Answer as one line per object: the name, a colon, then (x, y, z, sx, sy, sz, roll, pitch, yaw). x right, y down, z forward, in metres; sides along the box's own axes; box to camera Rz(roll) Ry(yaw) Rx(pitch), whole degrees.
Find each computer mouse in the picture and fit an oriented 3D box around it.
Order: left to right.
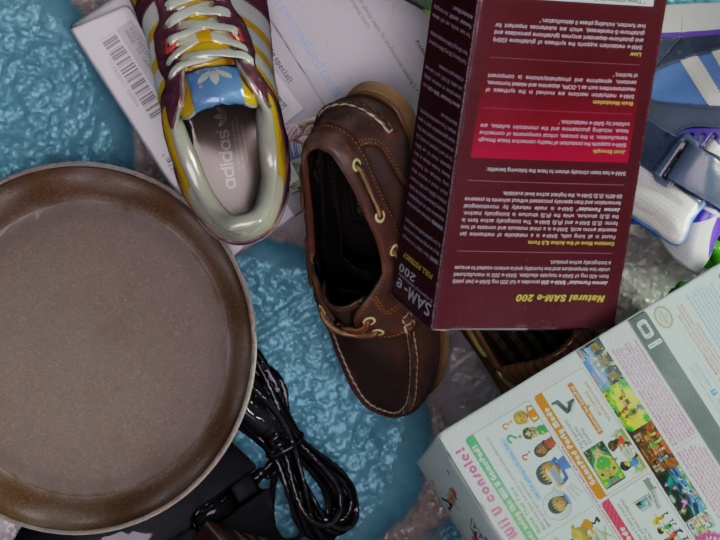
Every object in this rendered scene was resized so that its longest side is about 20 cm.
computer mouse: (-0.110, 0.140, 1.351, 0.199, 0.053, 0.139, -34, 101, -1)

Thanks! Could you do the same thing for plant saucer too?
plant saucer: (-0.152, 0.042, 1.320, 0.199, 0.032, 0.202, -1, 87, 9)

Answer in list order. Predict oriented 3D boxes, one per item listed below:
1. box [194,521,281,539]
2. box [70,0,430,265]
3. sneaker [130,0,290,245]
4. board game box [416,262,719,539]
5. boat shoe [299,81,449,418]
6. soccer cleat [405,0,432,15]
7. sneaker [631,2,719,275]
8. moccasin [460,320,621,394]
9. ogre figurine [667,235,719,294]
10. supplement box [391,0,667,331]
box: (0.000, 0.254, 1.304, 0.199, 0.166, 0.165, 17, 96, -23)
box: (-0.035, -0.123, 1.329, 0.199, 0.041, 0.156, -34, 101, 0)
sneaker: (-0.076, -0.113, 1.255, 0.074, 0.090, 0.201, -17, 93, -3)
board game box: (0.152, 0.104, 1.252, 0.199, 0.064, 0.148, -29, 80, -17)
boat shoe: (0.000, 0.000, 1.305, 0.070, 0.070, 0.201, 7, 125, 27)
soccer cleat: (0.061, -0.162, 1.279, 0.199, 0.065, 0.084, 27, 109, -10)
sneaker: (0.212, -0.068, 1.303, 0.199, 0.080, 0.148, 0, 78, 27)
moccasin: (0.106, 0.041, 1.349, 0.073, 0.078, 0.202, -35, 101, -3)
ogre figurine: (0.237, 0.070, 1.353, 0.119, 0.201, 0.098, 7, 140, -18)
supplement box: (0.086, -0.072, 1.240, 0.108, 0.061, 0.201, 1, 107, -23)
